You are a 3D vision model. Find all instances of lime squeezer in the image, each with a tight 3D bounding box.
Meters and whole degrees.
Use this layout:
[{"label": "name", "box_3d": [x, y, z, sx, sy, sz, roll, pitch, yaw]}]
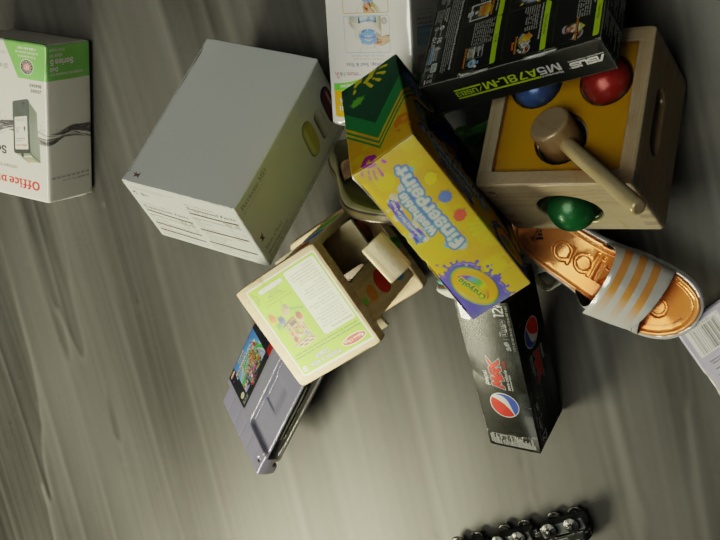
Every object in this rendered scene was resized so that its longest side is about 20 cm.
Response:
[{"label": "lime squeezer", "box_3d": [0.116, -0.105, 1.342, 0.070, 0.038, 0.202, 26, 103, 10]}]

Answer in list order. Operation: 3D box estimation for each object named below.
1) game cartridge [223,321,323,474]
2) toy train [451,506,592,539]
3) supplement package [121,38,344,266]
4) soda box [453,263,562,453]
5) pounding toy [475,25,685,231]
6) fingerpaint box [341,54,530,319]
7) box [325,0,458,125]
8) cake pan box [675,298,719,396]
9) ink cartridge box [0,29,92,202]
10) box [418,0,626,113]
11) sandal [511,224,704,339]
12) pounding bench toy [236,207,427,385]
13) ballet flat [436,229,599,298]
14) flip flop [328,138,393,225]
[{"label": "game cartridge", "box_3d": [-0.104, 0.128, 1.519, 0.130, 0.038, 0.202, 54, 130, 37]}, {"label": "toy train", "box_3d": [0.173, 0.309, 1.424, 0.198, 0.034, 0.046, -23, 102, 34]}, {"label": "supplement package", "box_3d": [-0.134, -0.133, 1.390, 0.154, 0.111, 0.202, 15, 66, 28]}, {"label": "soda box", "box_3d": [0.155, 0.089, 1.311, 0.062, 0.071, 0.202, 6, 129, 30]}, {"label": "pounding toy", "box_3d": [0.207, -0.118, 1.168, 0.182, 0.142, 0.203, 1, 69, 32]}, {"label": "fingerpaint box", "box_3d": [0.071, -0.082, 1.211, 0.073, 0.168, 0.200, -32, 120, 17]}, {"label": "box", "box_3d": [0.034, -0.257, 1.311, 0.100, 0.112, 0.204, 5, 106, 29]}, {"label": "cake pan box", "box_3d": [0.422, 0.080, 1.190, 0.200, 0.052, 0.185, -42, 77, 33]}, {"label": "ink cartridge box", "box_3d": [-0.427, -0.201, 1.642, 0.144, 0.084, 0.203, 12, 109, 29]}, {"label": "box", "box_3d": [0.159, -0.256, 1.197, 0.191, 0.202, 0.048, -10, 142, 32]}, {"label": "sandal", "box_3d": [0.229, 0.008, 1.229, 0.205, 0.059, 0.080, 29, 115, 16]}, {"label": "pounding bench toy", "box_3d": [0.000, 0.000, 1.370, 0.199, 0.156, 0.125, -32, 98, 36]}, {"label": "ballet flat", "box_3d": [0.168, 0.001, 1.330, 0.198, 0.069, 0.070, -27, 88, 34]}, {"label": "flip flop", "box_3d": [0.015, -0.101, 1.340, 0.201, 0.080, 0.058, -115, 35, -56]}]
